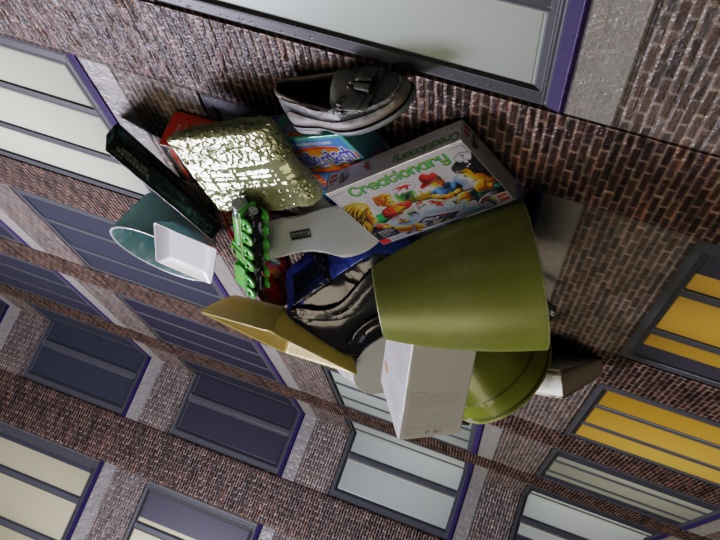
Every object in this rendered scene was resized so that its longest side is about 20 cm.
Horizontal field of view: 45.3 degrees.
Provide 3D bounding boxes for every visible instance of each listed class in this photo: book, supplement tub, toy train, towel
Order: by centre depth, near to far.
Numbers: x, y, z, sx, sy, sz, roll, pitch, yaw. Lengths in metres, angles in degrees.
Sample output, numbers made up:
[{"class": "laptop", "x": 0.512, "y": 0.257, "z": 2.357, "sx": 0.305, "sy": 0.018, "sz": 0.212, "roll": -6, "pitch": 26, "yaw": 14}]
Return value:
[{"class": "towel", "x": -0.153, "y": -0.137, "z": 1.127, "sx": 0.198, "sy": 0.037, "sz": 0.149, "roll": -1, "pitch": 139, "yaw": 39}, {"class": "toy train", "x": -0.156, "y": -0.032, "z": 1.211, "sx": 0.056, "sy": 0.042, "sz": 0.201, "roll": 42, "pitch": 152, "yaw": 22}, {"class": "supplement tub", "x": 0.001, "y": 0.099, "z": 1.475, "sx": 0.145, "sy": 0.145, "sz": 0.200, "roll": 39, "pitch": -171, "yaw": -42}, {"class": "book", "x": 0.312, "y": 0.179, "z": 1.537, "sx": 0.132, "sy": 0.049, "sz": 0.198, "roll": -11, "pitch": -173, "yaw": -43}]

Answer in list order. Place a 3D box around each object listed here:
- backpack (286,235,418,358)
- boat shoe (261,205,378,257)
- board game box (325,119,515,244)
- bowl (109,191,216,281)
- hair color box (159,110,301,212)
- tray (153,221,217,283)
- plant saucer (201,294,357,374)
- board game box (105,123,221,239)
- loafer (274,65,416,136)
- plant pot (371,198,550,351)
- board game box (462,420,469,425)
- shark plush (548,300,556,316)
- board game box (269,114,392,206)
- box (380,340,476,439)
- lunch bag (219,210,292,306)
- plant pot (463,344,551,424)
[{"class": "backpack", "x": 0.000, "y": 0.000, "z": 1.304, "sx": 0.199, "sy": 0.170, "sz": 0.162, "roll": -33, "pitch": 135, "yaw": 28}, {"class": "boat shoe", "x": -0.052, "y": -0.058, "z": 1.221, "sx": 0.197, "sy": 0.072, "sz": 0.064, "roll": -2, "pitch": -168, "yaw": 28}, {"class": "board game box", "x": 0.072, "y": -0.102, "z": 1.048, "sx": 0.198, "sy": 0.035, "sz": 0.126, "roll": -18, "pitch": 140, "yaw": 34}, {"class": "bowl", "x": -0.340, "y": -0.072, "z": 1.566, "sx": 0.198, "sy": 0.106, "sz": 0.201, "roll": 20, "pitch": 160, "yaw": 7}, {"class": "hair color box", "x": -0.174, "y": -0.154, "z": 1.226, "sx": 0.197, "sy": 0.062, "sz": 0.102, "roll": 16, "pitch": 159, "yaw": 16}, {"class": "tray", "x": -0.286, "y": -0.033, "z": 1.419, "sx": 0.106, "sy": 0.022, "sz": 0.200, "roll": 22, "pitch": 160, "yaw": -5}, {"class": "plant saucer", "x": -0.122, "y": 0.095, "z": 1.374, "sx": 0.199, "sy": 0.049, "sz": 0.199, "roll": 11, "pitch": 164, "yaw": 47}, {"class": "board game box", "x": -0.298, "y": -0.136, "z": 1.303, "sx": 0.200, "sy": 0.028, "sz": 0.135, "roll": 43, "pitch": -178, "yaw": -23}, {"class": "loafer", "x": -0.026, "y": -0.192, "z": 0.955, "sx": 0.199, "sy": 0.072, "sz": 0.063, "roll": 2, "pitch": 148, "yaw": 49}, {"class": "plant pot", "x": 0.119, "y": 0.023, "z": 1.076, "sx": 0.197, "sy": 0.190, "sz": 0.188, "roll": -11, "pitch": 156, "yaw": 5}, {"class": "board game box", "x": 0.182, "y": 0.181, "z": 1.532, "sx": 0.134, "sy": 0.201, "sz": 0.028, "roll": -1, "pitch": 134, "yaw": 49}, {"class": "shark plush", "x": 0.197, "y": 0.014, "z": 1.237, "sx": 0.199, "sy": 0.084, "sz": 0.090, "roll": 36, "pitch": 157, "yaw": -35}, {"class": "board game box", "x": -0.013, "y": -0.133, "z": 1.130, "sx": 0.151, "sy": 0.045, "sz": 0.200, "roll": 3, "pitch": 153, "yaw": 44}, {"class": "box", "x": 0.095, "y": 0.123, "z": 1.231, "sx": 0.096, "sy": 0.125, "sz": 0.202, "roll": -3, "pitch": 128, "yaw": -11}, {"class": "lunch bag", "x": -0.158, "y": -0.021, "z": 1.397, "sx": 0.081, "sy": 0.178, "sz": 0.201, "roll": -22, "pitch": 155, "yaw": -4}, {"class": "plant pot", "x": 0.173, "y": 0.108, "z": 1.391, "sx": 0.193, "sy": 0.202, "sz": 0.199, "roll": 45, "pitch": 152, "yaw": -27}]
